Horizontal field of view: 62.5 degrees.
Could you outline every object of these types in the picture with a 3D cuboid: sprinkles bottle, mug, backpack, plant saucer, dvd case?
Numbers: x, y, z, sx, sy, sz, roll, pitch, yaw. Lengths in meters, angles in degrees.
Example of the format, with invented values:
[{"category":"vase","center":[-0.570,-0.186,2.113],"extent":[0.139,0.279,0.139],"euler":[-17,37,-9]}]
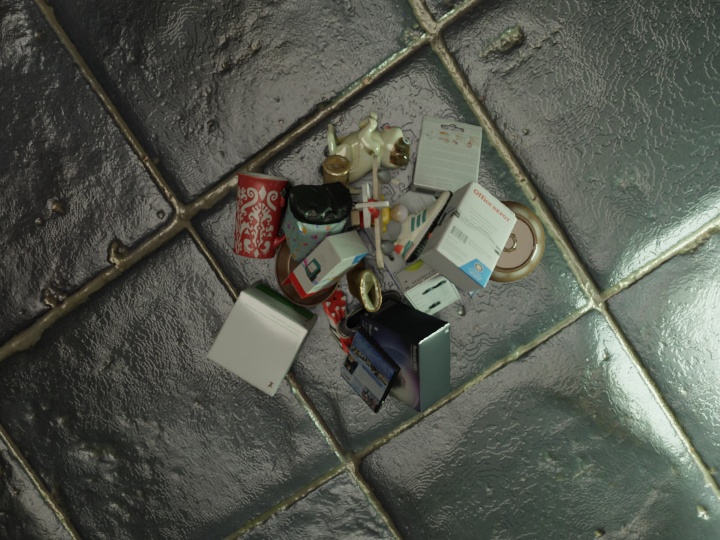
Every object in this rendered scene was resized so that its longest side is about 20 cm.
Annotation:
[{"category":"sprinkles bottle","center":[-0.063,-0.188,1.456],"extent":[0.067,0.201,0.069],"euler":[3,54,-4]},{"category":"mug","center":[-0.243,-0.134,1.493],"extent":[0.176,0.132,0.204],"euler":[18,104,36]},{"category":"backpack","center":[-0.115,-0.112,1.390],"extent":[0.164,0.200,0.129],"euler":[0,63,-20]},{"category":"plant saucer","center":[0.358,-0.069,1.459],"extent":[0.197,0.037,0.204],"euler":[0,96,3]},{"category":"plant saucer","center":[-0.128,-0.010,1.524],"extent":[0.197,0.037,0.204],"euler":[-1,88,25]},{"category":"dvd case","center":[0.020,0.250,1.467],"extent":[0.143,0.017,0.201],"euler":[44,140,22]}]

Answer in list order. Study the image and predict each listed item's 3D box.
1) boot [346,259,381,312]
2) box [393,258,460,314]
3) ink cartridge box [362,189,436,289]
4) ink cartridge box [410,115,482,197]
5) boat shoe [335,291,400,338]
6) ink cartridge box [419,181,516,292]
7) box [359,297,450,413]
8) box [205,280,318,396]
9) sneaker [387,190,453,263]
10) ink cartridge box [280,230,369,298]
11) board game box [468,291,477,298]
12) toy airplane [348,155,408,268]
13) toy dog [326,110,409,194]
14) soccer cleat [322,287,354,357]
[{"category":"boot","center":[0.000,0.000,1.465],"extent":[0.065,0.200,0.178],"euler":[-17,98,-8]},{"category":"box","center":[0.168,0.039,1.462],"extent":[0.116,0.200,0.061],"euler":[-31,61,7]},{"category":"ink cartridge box","center":[0.132,-0.087,1.499],"extent":[0.199,0.043,0.198],"euler":[-35,76,15]},{"category":"ink cartridge box","center":[0.216,-0.278,1.485],"extent":[0.157,0.047,0.203],"euler":[11,69,-2]},{"category":"boat shoe","center":[0.030,0.109,1.509],"extent":[0.198,0.063,0.073],"euler":[-28,82,-23]},{"category":"ink cartridge box","center":[0.247,-0.075,1.351],"extent":[0.146,0.086,0.202],"euler":[36,66,-12]},{"category":"box","center":[0.109,0.203,1.450],"extent":[0.197,0.122,0.203],"euler":[20,125,42]},{"category":"box","center":[-0.246,0.167,1.514],"extent":[0.197,0.171,0.202],"euler":[30,100,0]},{"category":"sneaker","center":[0.142,-0.122,1.439],"extent":[0.093,0.070,0.201],"euler":[38,100,21]},{"category":"ink cartridge box","center":[-0.086,-0.004,1.394],"extent":[0.200,0.116,0.068],"euler":[-42,76,35]},{"category":"board game box","center":[0.280,-0.045,1.514],"extent":[0.198,0.062,0.202],"euler":[25,97,0]},{"category":"toy airplane","center":[0.047,-0.140,1.397],"extent":[0.138,0.201,0.202],"euler":[-1,129,-7]},{"category":"toy dog","center":[0.025,-0.292,1.466],"extent":[0.196,0.140,0.197],"euler":[-9,104,4]},{"category":"soccer cleat","center":[-0.060,0.133,1.556],"extent":[0.068,0.085,0.202],"euler":[-17,76,-29]}]
